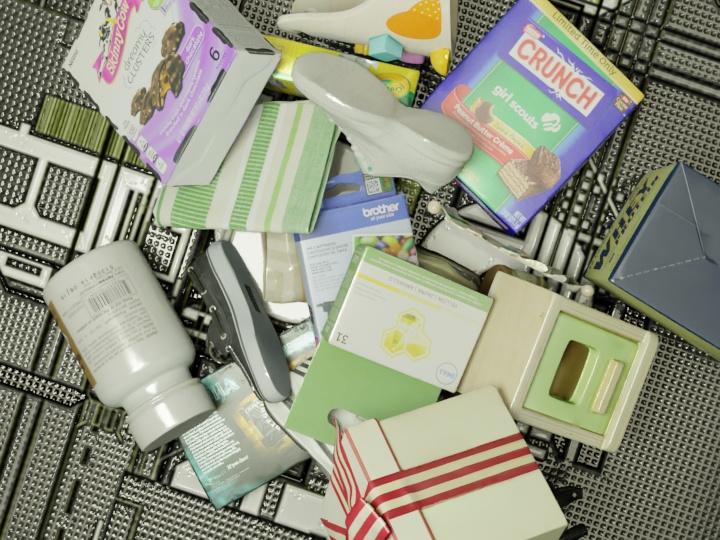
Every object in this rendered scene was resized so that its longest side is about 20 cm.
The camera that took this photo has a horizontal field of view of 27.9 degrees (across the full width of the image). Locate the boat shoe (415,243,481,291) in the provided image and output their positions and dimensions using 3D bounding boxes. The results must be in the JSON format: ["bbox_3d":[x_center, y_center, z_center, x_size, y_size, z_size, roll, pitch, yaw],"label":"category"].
[{"bbox_3d":[0.029,-0.005,1.541,0.199,0.076,0.074,27,94,1],"label":"boat shoe"}]

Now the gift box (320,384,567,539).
[{"bbox_3d":[0.057,0.229,1.386,0.185,0.185,0.201,-16,55,-22],"label":"gift box"}]

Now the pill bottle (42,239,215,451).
[{"bbox_3d":[-0.237,0.080,1.513,0.114,0.114,0.201,-31,81,1],"label":"pill bottle"}]

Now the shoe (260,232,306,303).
[{"bbox_3d":[-0.089,-0.063,1.543,0.053,0.070,0.202,-8,93,-7],"label":"shoe"}]

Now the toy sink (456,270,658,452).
[{"bbox_3d":[0.218,0.101,1.474,0.199,0.112,0.131,22,91,-32],"label":"toy sink"}]

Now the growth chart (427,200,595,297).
[{"bbox_3d":[0.159,-0.020,1.505,0.199,0.145,0.018,29,95,3],"label":"growth chart"}]

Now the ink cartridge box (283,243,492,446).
[{"bbox_3d":[0.027,0.092,1.443,0.145,0.048,0.201,22,91,-14],"label":"ink cartridge box"}]

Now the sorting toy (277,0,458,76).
[{"bbox_3d":[0.009,-0.266,1.498,0.178,0.200,0.108,1,110,7],"label":"sorting toy"}]

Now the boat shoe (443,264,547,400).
[{"bbox_3d":[0.141,0.095,1.530,0.062,0.073,0.202,12,107,-22],"label":"boat shoe"}]

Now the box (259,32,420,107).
[{"bbox_3d":[-0.039,-0.204,1.517,0.198,0.117,0.049,15,90,2],"label":"box"}]

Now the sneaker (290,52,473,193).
[{"bbox_3d":[0.009,-0.138,1.444,0.199,0.076,0.089,29,132,-10],"label":"sneaker"}]

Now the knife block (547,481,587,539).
[{"bbox_3d":[0.139,0.280,1.495,0.175,0.200,0.064,-21,90,31],"label":"knife block"}]

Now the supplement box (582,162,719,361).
[{"bbox_3d":[0.353,0.002,1.470,0.199,0.200,0.135,32,91,1],"label":"supplement box"}]

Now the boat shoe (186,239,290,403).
[{"bbox_3d":[-0.135,0.061,1.521,0.066,0.070,0.201,-32,64,13],"label":"boat shoe"}]

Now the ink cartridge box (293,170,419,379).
[{"bbox_3d":[0.000,0.000,1.480,0.118,0.042,0.202,-12,90,-9],"label":"ink cartridge box"}]

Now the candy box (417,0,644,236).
[{"bbox_3d":[0.172,-0.166,1.534,0.169,0.077,0.200,43,90,1],"label":"candy box"}]

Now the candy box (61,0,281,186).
[{"bbox_3d":[-0.196,-0.212,1.475,0.200,0.071,0.168,47,120,26],"label":"candy box"}]

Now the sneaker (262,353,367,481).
[{"bbox_3d":[0.004,0.167,1.512,0.200,0.076,0.115,45,94,2],"label":"sneaker"}]

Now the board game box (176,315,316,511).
[{"bbox_3d":[-0.101,0.152,1.566,0.199,0.028,0.136,-29,90,2],"label":"board game box"}]

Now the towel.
[{"bbox_3d":[-0.116,-0.108,1.500,0.198,0.023,0.154,3,66,30],"label":"towel"}]
